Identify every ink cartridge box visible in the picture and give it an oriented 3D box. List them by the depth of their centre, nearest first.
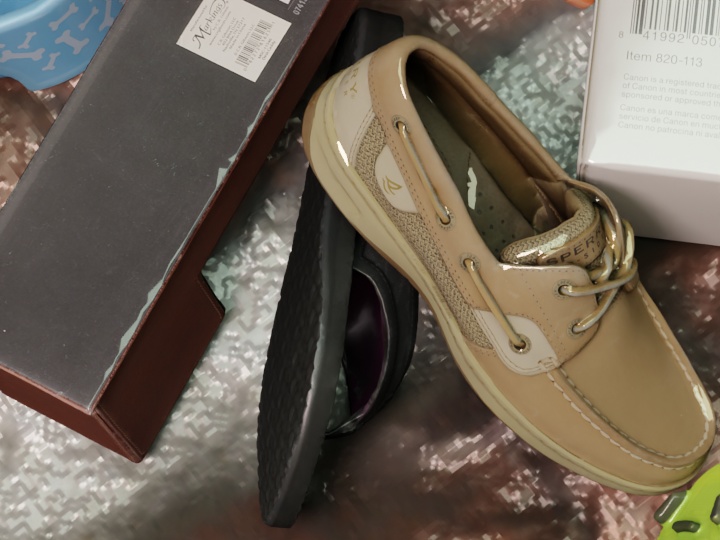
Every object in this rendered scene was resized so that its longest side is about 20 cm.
[{"bbox_3d":[0.164,-0.113,1.048,0.146,0.083,0.201,7,74,5],"label":"ink cartridge box"}]

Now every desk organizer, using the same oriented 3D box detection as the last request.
[{"bbox_3d":[-0.071,-0.036,1.036,0.071,0.077,0.201,25,76,19],"label":"desk organizer"}]

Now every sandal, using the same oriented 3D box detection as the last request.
[{"bbox_3d":[0.000,-0.001,1.032,0.048,0.075,0.201,14,74,-11],"label":"sandal"}]

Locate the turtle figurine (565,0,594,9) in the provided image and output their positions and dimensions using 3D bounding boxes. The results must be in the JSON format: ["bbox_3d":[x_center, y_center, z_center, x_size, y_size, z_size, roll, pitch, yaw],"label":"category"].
[{"bbox_3d":[0.029,-0.198,1.090,0.199,0.064,0.162,27,93,7],"label":"turtle figurine"}]

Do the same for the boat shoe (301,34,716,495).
[{"bbox_3d":[0.063,0.001,0.995,0.200,0.064,0.071,45,55,-12],"label":"boat shoe"}]

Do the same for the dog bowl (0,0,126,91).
[{"bbox_3d":[-0.184,-0.114,1.085,0.199,0.050,0.112,-20,73,-4],"label":"dog bowl"}]

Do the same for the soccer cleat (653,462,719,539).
[{"bbox_3d":[0.128,0.168,0.987,0.083,0.065,0.201,20,69,-20],"label":"soccer cleat"}]
